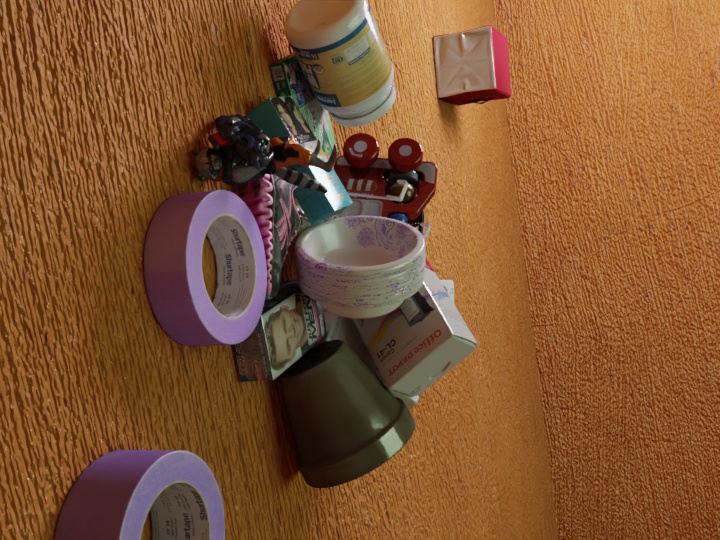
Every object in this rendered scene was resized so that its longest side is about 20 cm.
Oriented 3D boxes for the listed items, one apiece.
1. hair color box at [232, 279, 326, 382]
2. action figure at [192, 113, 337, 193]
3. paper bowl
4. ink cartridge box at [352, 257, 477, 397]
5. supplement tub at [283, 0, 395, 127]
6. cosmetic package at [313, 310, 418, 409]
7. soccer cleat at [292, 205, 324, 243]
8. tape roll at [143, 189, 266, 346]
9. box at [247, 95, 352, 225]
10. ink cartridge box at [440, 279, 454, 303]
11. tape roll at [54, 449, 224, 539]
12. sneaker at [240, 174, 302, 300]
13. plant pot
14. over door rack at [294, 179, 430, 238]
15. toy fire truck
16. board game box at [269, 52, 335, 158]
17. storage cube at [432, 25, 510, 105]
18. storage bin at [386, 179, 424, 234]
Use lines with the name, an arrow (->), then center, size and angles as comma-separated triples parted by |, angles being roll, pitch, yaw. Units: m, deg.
hair color box -> -0.122, 0.086, 1.267 | 0.200, 0.060, 0.101 | -37, 119, -64
action figure -> -0.131, -0.144, 1.137 | 0.200, 0.192, 0.105 | -121, -150, -59
paper bowl -> 0.000, 0.000, 1.277 | 0.201, 0.199, 0.105 | -53, 147, -58
ink cartridge box -> 0.076, 0.080, 1.357 | 0.085, 0.148, 0.201 | 25, 29, -48
supplement tub -> -0.028, -0.356, 1.395 | 0.200, 0.144, 0.145 | 61, 33, -45
cosmetic package -> 0.009, 0.154, 1.427 | 0.200, 0.074, 0.102 | 36, 39, -17
soccer cleat -> -0.090, -0.068, 1.351 | 0.200, 0.077, 0.070 | 44, 46, -59
tape roll -> -0.198, -0.002, 1.090 | 0.200, 0.065, 0.202 | -4, 90, -68
box -> -0.093, -0.174, 1.304 | 0.201, 0.049, 0.082 | 60, 25, -1
ink cartridge box -> 0.061, 0.065, 1.537 | 0.145, 0.199, 0.084 | 0, 86, -68
tape roll -> -0.236, 0.300, 0.913 | 0.200, 0.084, 0.202 | -5, 90, -68
sneaker -> -0.123, -0.056, 1.232 | 0.095, 0.079, 0.202 | 5, 82, -40
plant pot -> -0.038, 0.212, 1.314 | 0.174, 0.199, 0.200 | 63, 27, -11
over door rack -> 0.003, -0.083, 1.415 | 0.148, 0.199, 0.067 | 55, 38, -55
toy fire truck -> 0.038, -0.149, 1.531 | 0.112, 0.198, 0.169 | 88, 10, -62
board game box -> -0.094, -0.273, 1.444 | 0.135, 0.029, 0.201 | -54, 135, -59
storage cube -> 0.311, -0.568, 2.320 | 0.180, 0.170, 0.202 | -13, 98, -66
storage bin -> 0.054, -0.111, 1.698 | 0.200, 0.093, 0.136 | 53, 39, -52
